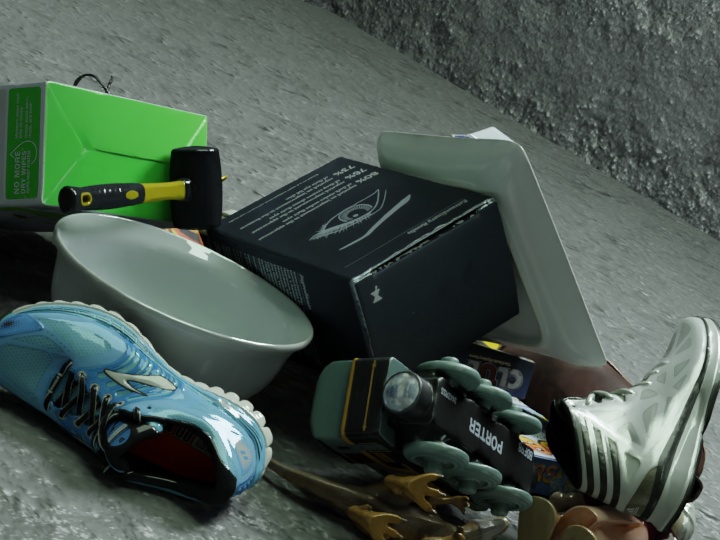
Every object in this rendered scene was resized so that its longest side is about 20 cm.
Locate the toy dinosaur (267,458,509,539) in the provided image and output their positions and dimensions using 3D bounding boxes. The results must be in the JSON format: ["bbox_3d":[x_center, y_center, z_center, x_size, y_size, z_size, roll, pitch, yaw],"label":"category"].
[{"bbox_3d":[0.006,0.161,1.166,0.199,0.061,0.106,22,-15,-8],"label":"toy dinosaur"}]

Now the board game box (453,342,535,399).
[{"bbox_3d":[0.042,0.063,1.480,0.135,0.035,0.200,17,-1,-24],"label":"board game box"}]

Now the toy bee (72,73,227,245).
[{"bbox_3d":[-0.166,-0.069,1.473,0.131,0.201,0.109,-6,-6,32],"label":"toy bee"}]

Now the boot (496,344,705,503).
[{"bbox_3d":[0.196,0.119,1.423,0.200,0.073,0.166,28,9,6],"label":"boot"}]

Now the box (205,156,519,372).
[{"bbox_3d":[0.000,0.000,1.336,0.148,0.105,0.200,-29,29,-28],"label":"box"}]

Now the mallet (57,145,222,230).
[{"bbox_3d":[-0.159,-0.067,1.262,0.041,0.066,0.200,1,-2,24],"label":"mallet"}]

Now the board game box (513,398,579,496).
[{"bbox_3d":[0.121,0.142,1.453,0.200,0.035,0.135,16,16,-36],"label":"board game box"}]

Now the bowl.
[{"bbox_3d":[-0.141,0.043,1.227,0.201,0.091,0.201,25,14,-6],"label":"bowl"}]

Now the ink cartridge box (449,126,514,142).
[{"bbox_3d":[0.083,-0.053,1.775,0.041,0.200,0.200,34,15,10],"label":"ink cartridge box"}]

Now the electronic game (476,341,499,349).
[{"bbox_3d":[0.178,0.088,1.685,0.199,0.042,0.200,25,15,-7],"label":"electronic game"}]

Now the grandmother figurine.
[{"bbox_3d":[0.205,0.202,1.336,0.121,0.061,0.200,43,23,28],"label":"grandmother figurine"}]

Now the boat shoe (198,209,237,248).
[{"bbox_3d":[-0.088,0.018,1.477,0.060,0.072,0.202,-11,41,-40],"label":"boat shoe"}]

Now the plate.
[{"bbox_3d":[0.093,-0.014,1.375,0.032,0.200,0.199,-33,22,-24],"label":"plate"}]

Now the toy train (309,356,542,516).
[{"bbox_3d":[0.051,0.119,1.223,0.114,0.086,0.200,-3,-24,31],"label":"toy train"}]

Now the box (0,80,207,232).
[{"bbox_3d":[-0.247,-0.082,1.344,0.176,0.097,0.200,0,-3,32],"label":"box"}]

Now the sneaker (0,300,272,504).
[{"bbox_3d":[-0.151,0.085,1.083,0.200,0.079,0.090,26,16,0],"label":"sneaker"}]

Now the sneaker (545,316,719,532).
[{"bbox_3d":[0.210,0.097,1.324,0.115,0.076,0.201,22,49,2],"label":"sneaker"}]
